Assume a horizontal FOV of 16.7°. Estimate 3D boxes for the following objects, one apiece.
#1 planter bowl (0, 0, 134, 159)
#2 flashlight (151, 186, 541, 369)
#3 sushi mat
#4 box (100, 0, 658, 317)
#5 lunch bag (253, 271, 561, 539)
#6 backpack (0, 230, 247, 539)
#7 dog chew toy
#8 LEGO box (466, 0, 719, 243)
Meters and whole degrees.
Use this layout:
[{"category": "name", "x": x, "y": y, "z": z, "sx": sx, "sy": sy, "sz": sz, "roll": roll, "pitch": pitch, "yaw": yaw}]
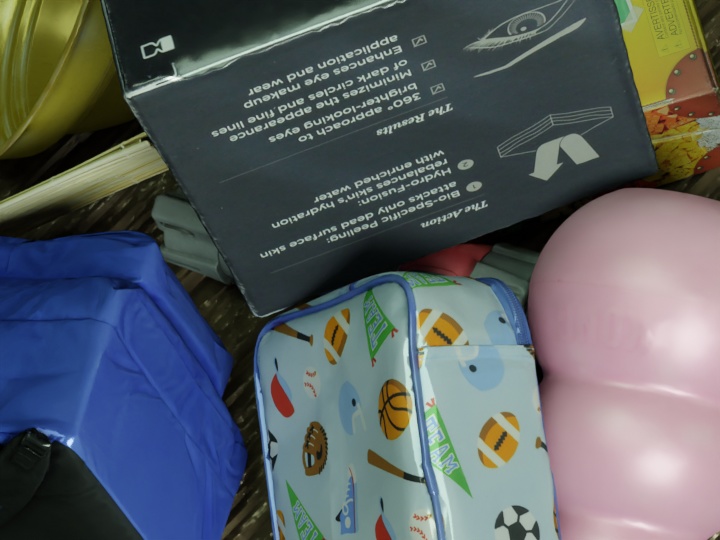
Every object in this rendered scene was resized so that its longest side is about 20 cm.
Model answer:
[{"category": "planter bowl", "x": -0.136, "y": -0.137, "z": 1.254, "sx": 0.200, "sy": 0.083, "sz": 0.200, "roll": -39, "pitch": 42, "yaw": 48}, {"category": "flashlight", "x": 0.000, "y": 0.000, "z": 1.188, "sx": 0.200, "sy": 0.068, "sz": 0.068, "roll": 17, "pitch": 42, "yaw": 28}, {"category": "sushi mat", "x": -0.159, "y": -0.032, "z": 1.206, "sx": 0.200, "sy": 0.096, "sz": 0.012, "roll": -22, "pitch": 84, "yaw": 26}, {"category": "box", "x": 0.007, "y": -0.100, "z": 1.052, "sx": 0.197, "sy": 0.200, "sz": 0.117, "roll": -20, "pitch": 58, "yaw": 4}, {"category": "lunch bag", "x": 0.016, "y": 0.098, "z": 1.085, "sx": 0.160, "sy": 0.076, "sz": 0.200, "roll": -25, "pitch": 67, "yaw": 55}, {"category": "backpack", "x": -0.170, "y": 0.072, "z": 1.159, "sx": 0.200, "sy": 0.163, "sz": 0.168, "roll": -4, "pitch": 45, "yaw": 25}, {"category": "dog chew toy", "x": 0.125, "y": 0.067, "z": 1.088, "sx": 0.124, "sy": 0.125, "sz": 0.200, "roll": 10, "pitch": 82, "yaw": 21}, {"category": "LEGO box", "x": 0.087, "y": -0.132, "z": 1.207, "sx": 0.149, "sy": 0.077, "sz": 0.200, "roll": -17, "pitch": 63, "yaw": 10}]
